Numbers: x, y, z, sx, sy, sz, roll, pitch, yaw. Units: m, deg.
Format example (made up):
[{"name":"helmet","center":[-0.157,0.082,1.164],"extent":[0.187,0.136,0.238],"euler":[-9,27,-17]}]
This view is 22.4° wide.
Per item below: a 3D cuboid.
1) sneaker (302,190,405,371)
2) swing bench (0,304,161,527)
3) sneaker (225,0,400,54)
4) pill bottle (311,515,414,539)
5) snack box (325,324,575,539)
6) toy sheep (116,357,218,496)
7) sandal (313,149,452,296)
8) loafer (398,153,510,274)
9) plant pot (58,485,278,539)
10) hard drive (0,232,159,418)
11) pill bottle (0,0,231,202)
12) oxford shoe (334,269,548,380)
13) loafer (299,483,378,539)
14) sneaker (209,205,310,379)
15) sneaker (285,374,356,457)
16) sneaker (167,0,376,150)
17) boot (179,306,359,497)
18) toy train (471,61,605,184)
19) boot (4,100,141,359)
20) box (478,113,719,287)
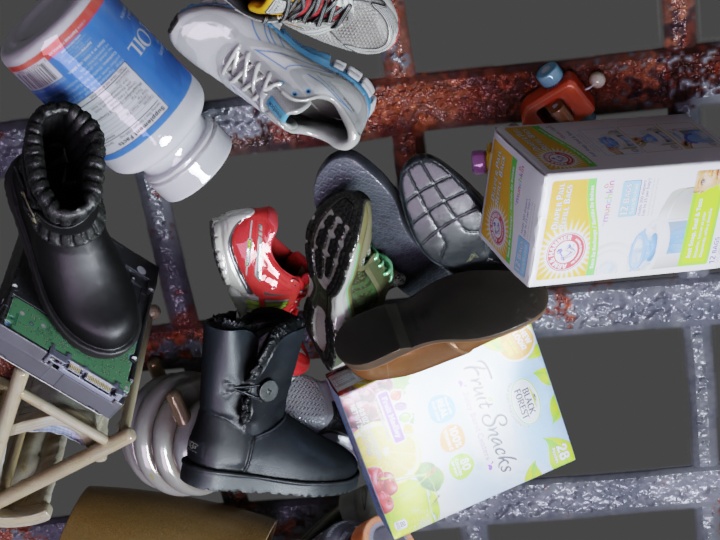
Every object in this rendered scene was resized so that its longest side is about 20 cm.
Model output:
[{"name":"sneaker","center":[0.000,0.000,1.700],"extent":[0.089,0.077,0.200],"euler":[-18,138,-27]},{"name":"swing bench","center":[-0.309,0.124,1.752],"extent":[0.130,0.199,0.200],"euler":[33,122,-19]},{"name":"sneaker","center":[-0.060,-0.232,1.549],"extent":[0.200,0.082,0.078],"euler":[22,124,-13]},{"name":"pill bottle","center":[-0.026,0.324,1.865],"extent":[0.106,0.106,0.200],"euler":[32,132,-19]},{"name":"snack box","center":[0.089,0.142,1.767],"extent":[0.200,0.068,0.169],"euler":[-24,112,-8]},{"name":"toy sheep","center":[-0.179,0.160,1.817],"extent":[0.200,0.138,0.138],"euler":[6,140,50]},{"name":"sandal","center":[0.020,-0.045,1.713],"extent":[0.076,0.043,0.200],"euler":[-18,133,24]},{"name":"loafer","center":[0.096,-0.036,1.688],"extent":[0.073,0.072,0.200],"euler":[-27,120,14]},{"name":"plant pot","center":[-0.214,0.308,1.910],"extent":[0.200,0.186,0.186],"euler":[23,125,2]},{"name":"hard drive","center":[-0.265,0.032,1.681],"extent":[0.140,0.200,0.038],"euler":[33,122,-20]},{"name":"pill bottle","center":[-0.209,-0.156,1.596],"extent":[0.112,0.112,0.200],"euler":[-32,119,23]},{"name":"oxford shoe","center":[0.080,0.053,1.676],"extent":[0.200,0.071,0.071],"euler":[-16,148,12]},{"name":"loafer","center":[0.009,0.256,1.910],"extent":[0.070,0.070,0.200],"euler":[27,124,-26]},{"name":"sneaker","center":[-0.078,0.024,1.746],"extent":[0.085,0.077,0.200],"euler":[-18,126,6]},{"name":"sneaker","center":[-0.018,0.171,1.851],"extent":[0.200,0.075,0.115],"euler":[13,137,-17]},{"name":"sneaker","center":[-0.077,-0.168,1.595],"extent":[0.200,0.087,0.075],"euler":[24,125,-13]},{"name":"boot","center":[-0.071,0.123,1.715],"extent":[0.200,0.076,0.168],"euler":[7,100,-35]},{"name":"toy train","center":[0.188,-0.085,1.658],"extent":[0.150,0.056,0.200],"euler":[-26,120,21]},{"name":"boot","center":[-0.241,-0.031,1.563],"extent":[0.211,0.079,0.158],"euler":[62,155,1]},{"name":"box","center":[0.217,-0.063,1.593],"extent":[0.200,0.101,0.113],"euler":[-5,120,-23]}]
